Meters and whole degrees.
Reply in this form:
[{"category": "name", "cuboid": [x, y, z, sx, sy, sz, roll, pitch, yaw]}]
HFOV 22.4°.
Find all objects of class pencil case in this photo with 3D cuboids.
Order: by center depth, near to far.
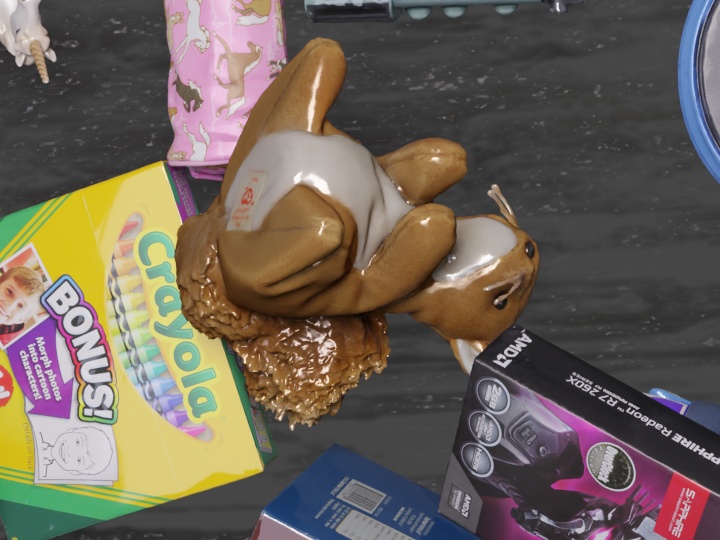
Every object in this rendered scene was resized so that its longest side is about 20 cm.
[{"category": "pencil case", "cuboid": [-0.086, -0.156, 1.097, 0.082, 0.087, 0.201, -6, 93, -3]}]

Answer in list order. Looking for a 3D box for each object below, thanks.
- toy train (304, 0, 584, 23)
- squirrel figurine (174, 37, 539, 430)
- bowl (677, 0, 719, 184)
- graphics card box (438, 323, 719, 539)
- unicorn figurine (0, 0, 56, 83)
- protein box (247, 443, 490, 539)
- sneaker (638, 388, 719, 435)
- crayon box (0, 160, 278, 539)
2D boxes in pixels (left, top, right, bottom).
[{"category": "toy train", "cuboid": [0.049, -0.206, 1.074, 0.199, 0.085, 0.115, -1, 106, 9]}, {"category": "squirrel figurine", "cuboid": [0.000, 0.000, 1.059, 0.186, 0.142, 0.200, 24, 131, -31]}, {"category": "bowl", "cuboid": [0.285, -0.117, 1.054, 0.199, 0.039, 0.202, 1, 94, 11]}, {"category": "graphics card box", "cuboid": [0.145, 0.130, 1.022, 0.199, 0.051, 0.126, 30, 132, 23]}, {"category": "unicorn figurine", "cuboid": [-0.251, -0.206, 1.136, 0.199, 0.074, 0.138, 14, 107, 23]}, {"category": "protein box", "cuboid": [0.027, 0.218, 1.045, 0.199, 0.199, 0.135, 26, 99, 7]}, {"category": "sneaker", "cuboid": [0.222, 0.101, 1.029, 0.146, 0.081, 0.200, 31, 133, 4]}, {"category": "crayon box", "cuboid": [-0.165, 0.052, 1.139, 0.172, 0.058, 0.201, -18, 91, 11]}]
